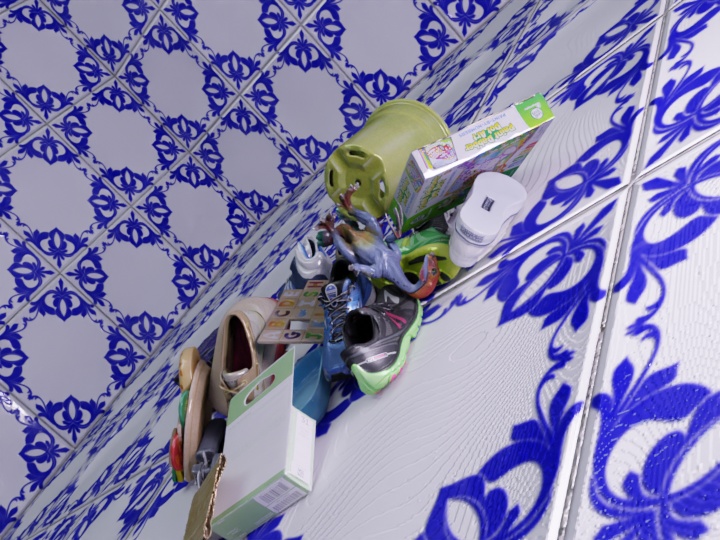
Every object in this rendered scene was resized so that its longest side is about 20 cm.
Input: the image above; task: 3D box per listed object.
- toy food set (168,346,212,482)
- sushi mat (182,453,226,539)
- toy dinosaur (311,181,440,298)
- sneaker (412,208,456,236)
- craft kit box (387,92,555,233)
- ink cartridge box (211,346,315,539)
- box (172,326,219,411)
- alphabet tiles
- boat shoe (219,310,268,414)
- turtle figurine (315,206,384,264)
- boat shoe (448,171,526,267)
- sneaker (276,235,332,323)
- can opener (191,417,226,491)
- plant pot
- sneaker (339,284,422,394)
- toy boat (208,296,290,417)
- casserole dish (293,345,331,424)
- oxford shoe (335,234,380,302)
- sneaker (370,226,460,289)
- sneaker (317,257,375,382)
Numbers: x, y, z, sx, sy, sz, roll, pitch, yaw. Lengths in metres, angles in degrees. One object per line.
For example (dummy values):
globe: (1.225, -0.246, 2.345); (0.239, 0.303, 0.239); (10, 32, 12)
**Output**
toy food set: (-0.276, 0.243, 1.229); (0.202, 0.048, 0.200); (100, 174, -49)
sushi mat: (-0.195, 0.298, 0.921); (0.200, 0.012, 0.097); (125, 159, -54)
toy dinosaur: (0.031, -0.030, 1.008); (0.105, 0.182, 0.200); (-45, -10, 1)
sneaker: (0.098, -0.086, 1.171); (0.066, 0.091, 0.201); (-38, 15, 27)
craft kit box: (0.141, -0.139, 1.017); (0.195, 0.049, 0.200); (-24, -13, -12)
ink cartridge box: (-0.117, 0.211, 0.936); (0.145, 0.048, 0.201); (-40, 27, 27)
box: (-0.252, 0.176, 1.460); (0.199, 0.104, 0.149); (-30, 19, 51)
alphabet tiles: (-0.054, 0.060, 1.167); (0.164, 0.008, 0.201); (-1, 25, 10)
boat shoe: (-0.180, 0.158, 1.124); (0.073, 0.204, 0.066); (-10, -13, 21)
turtle figurine: (-0.016, -0.036, 1.389); (0.199, 0.099, 0.153); (170, 103, -64)
boat shoe: (0.158, -0.064, 0.965); (0.200, 0.070, 0.070); (-52, -12, -55)
sneaker: (-0.099, 0.008, 1.394); (0.200, 0.079, 0.149); (-152, 68, -69)
can opener: (-0.214, 0.287, 1.152); (0.066, 0.054, 0.200); (-11, 16, 2)
plant pot: (0.039, -0.173, 1.291); (0.200, 0.202, 0.184); (-34, 1, 40)
sneaker: (0.024, 0.067, 0.948); (0.076, 0.084, 0.201); (-38, 15, 26)
toy boat: (-0.160, 0.146, 1.236); (0.129, 0.130, 0.204); (6, 83, 38)
casserole dish: (-0.085, 0.181, 1.052); (0.121, 0.039, 0.200); (-43, 12, 14)
oxford shoe: (0.000, 0.000, 1.175); (0.070, 0.076, 0.200); (-27, 27, -13)
sneaker: (0.076, -0.015, 1.057); (0.083, 0.075, 0.198); (-29, 20, -36)
sneaker: (-0.029, 0.063, 1.032); (0.077, 0.090, 0.202); (-17, 41, 19)
